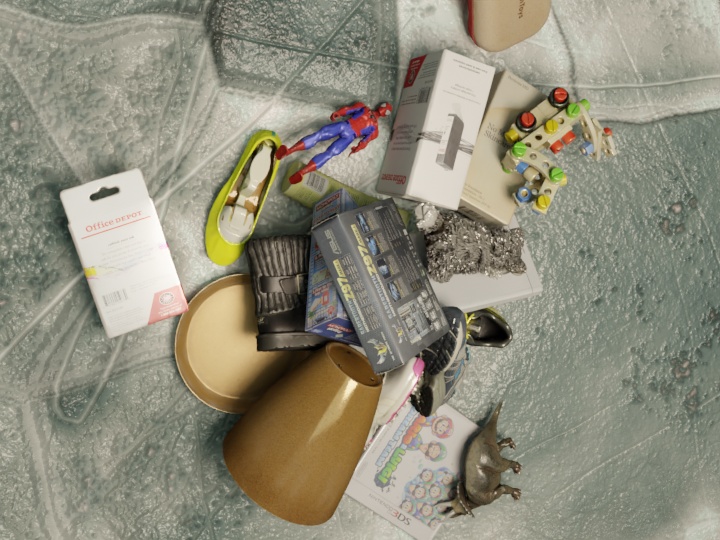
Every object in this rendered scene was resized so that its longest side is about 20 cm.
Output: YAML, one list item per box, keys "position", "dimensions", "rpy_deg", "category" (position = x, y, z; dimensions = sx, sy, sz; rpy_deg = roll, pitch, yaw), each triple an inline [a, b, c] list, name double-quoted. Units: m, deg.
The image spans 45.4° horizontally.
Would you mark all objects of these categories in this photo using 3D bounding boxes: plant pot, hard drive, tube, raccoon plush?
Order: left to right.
- position: [-0.167, 0.104, 1.233]
  dimensions: [0.196, 0.027, 0.204]
  rpy_deg: [-2, 98, -15]
  category: "plant pot"
- position: [-0.059, 0.204, 1.163]
  dimensions: [0.185, 0.187, 0.201]
  rpy_deg: [29, 109, -17]
  category: "plant pot"
- position: [-0.020, -0.090, 1.242]
  dimensions: [0.198, 0.058, 0.053]
  rpy_deg: [26, 46, -24]
  category: "tube"
- position: [0.160, -0.007, 1.275]
  dimensions: [0.197, 0.027, 0.134]
  rpy_deg: [-12, 71, -18]
  category: "hard drive"
- position: [0.155, -0.034, 1.167]
  dimensions: [0.132, 0.200, 0.099]
  rpy_deg: [0, 84, 15]
  category: "raccoon plush"

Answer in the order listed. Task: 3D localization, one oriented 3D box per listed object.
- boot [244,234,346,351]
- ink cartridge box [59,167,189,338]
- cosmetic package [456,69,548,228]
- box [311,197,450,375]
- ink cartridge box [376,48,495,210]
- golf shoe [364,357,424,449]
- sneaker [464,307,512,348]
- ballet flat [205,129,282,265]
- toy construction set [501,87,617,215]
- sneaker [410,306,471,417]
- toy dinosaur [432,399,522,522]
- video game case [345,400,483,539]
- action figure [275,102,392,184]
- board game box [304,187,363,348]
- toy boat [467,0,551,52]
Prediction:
- position: [-0.062, 0.029, 1.206]
  dimensions: [0.209, 0.079, 0.161]
  rpy_deg: [2, 78, -39]
  category: "boot"
- position: [-0.316, -0.027, 1.152]
  dimensions: [0.115, 0.067, 0.203]
  rpy_deg: [-18, 103, -13]
  category: "ink cartridge box"
- position: [0.199, -0.176, 1.262]
  dimensions: [0.102, 0.073, 0.203]
  rpy_deg: [25, 82, -17]
  category: "cosmetic package"
- position: [0.030, 0.015, 1.110]
  dimensions: [0.051, 0.157, 0.203]
  rpy_deg: [-25, 90, 30]
  category: "box"
- position: [0.102, -0.193, 1.208]
  dimensions: [0.082, 0.144, 0.203]
  rpy_deg: [15, 93, -17]
  category: "ink cartridge box"
- position: [0.012, 0.185, 1.241]
  dimensions: [0.091, 0.075, 0.201]
  rpy_deg: [39, 116, -3]
  category: "golf shoe"
- position: [0.142, 0.068, 1.286]
  dimensions: [0.197, 0.085, 0.076]
  rpy_deg: [12, 94, -17]
  category: "sneaker"
- position: [-0.161, -0.100, 1.186]
  dimensions: [0.066, 0.067, 0.203]
  rpy_deg: [23, 91, -18]
  category: "ballet flat"
- position: [0.277, -0.172, 1.203]
  dimensions: [0.199, 0.092, 0.132]
  rpy_deg: [-33, 77, -26]
  category: "toy construction set"
- position: [0.122, 0.119, 1.247]
  dimensions: [0.085, 0.078, 0.202]
  rpy_deg: [-23, 144, -33]
  category: "sneaker"
- position: [0.193, 0.302, 1.314]
  dimensions: [0.101, 0.077, 0.203]
  rpy_deg: [10, 100, -32]
  category: "toy dinosaur"
- position: [0.091, 0.298, 1.334]
  dimensions: [0.181, 0.024, 0.201]
  rpy_deg: [36, 87, -17]
  category: "video game case"
- position: [-0.026, -0.189, 1.201]
  dimensions: [0.199, 0.052, 0.066]
  rpy_deg: [-36, 95, -34]
  category: "action figure"
- position: [0.000, 0.000, 1.181]
  dimensions: [0.199, 0.061, 0.203]
  rpy_deg: [21, 54, -48]
  category: "board game box"
- position: [0.195, -0.423, 1.220]
  dimensions: [0.129, 0.131, 0.201]
  rpy_deg: [-27, 146, -11]
  category: "toy boat"
